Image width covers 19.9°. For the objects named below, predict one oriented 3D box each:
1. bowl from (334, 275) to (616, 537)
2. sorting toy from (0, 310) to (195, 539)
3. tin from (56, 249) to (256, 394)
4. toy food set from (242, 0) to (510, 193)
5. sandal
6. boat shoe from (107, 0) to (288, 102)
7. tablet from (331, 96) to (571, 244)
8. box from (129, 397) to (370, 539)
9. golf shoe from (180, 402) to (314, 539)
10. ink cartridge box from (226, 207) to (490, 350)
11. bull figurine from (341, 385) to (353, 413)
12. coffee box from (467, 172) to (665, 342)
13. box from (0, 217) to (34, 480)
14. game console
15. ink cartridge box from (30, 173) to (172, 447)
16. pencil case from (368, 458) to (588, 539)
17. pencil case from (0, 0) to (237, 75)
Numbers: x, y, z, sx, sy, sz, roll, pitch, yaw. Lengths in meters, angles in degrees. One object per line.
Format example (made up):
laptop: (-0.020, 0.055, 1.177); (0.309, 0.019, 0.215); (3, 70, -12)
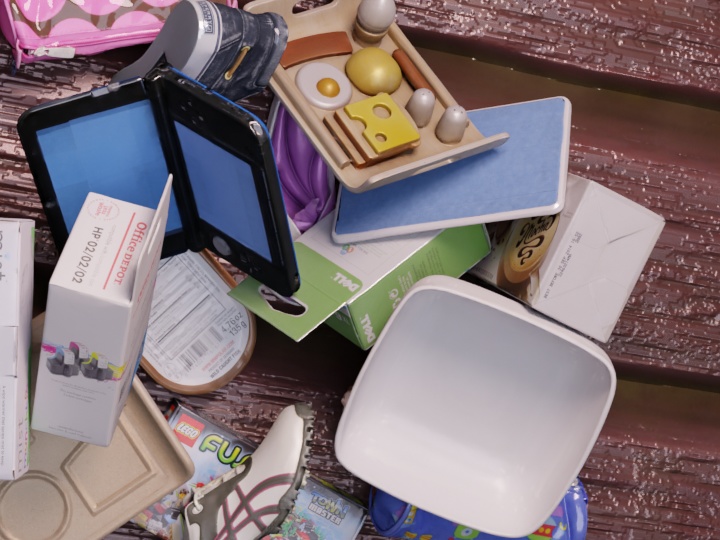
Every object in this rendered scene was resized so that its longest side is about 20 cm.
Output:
bowl: (0.095, 0.105, 1.695); (0.199, 0.075, 0.201); (24, 114, -4)
sorting toy: (-0.266, 0.146, 1.724); (0.199, 0.036, 0.186); (-33, 94, 3)
tin: (-0.171, 0.018, 1.743); (0.112, 0.042, 0.200); (-44, 105, -8)
toy food set: (0.012, -0.159, 1.680); (0.143, 0.061, 0.200); (-20, 61, -30)
sandal: (-0.053, -0.068, 1.749); (0.082, 0.050, 0.204); (-2, 100, -12)
boat shoe: (-0.138, -0.146, 1.669); (0.090, 0.200, 0.071); (3, 61, -34)
tablet: (0.076, -0.083, 1.707); (0.199, 0.131, 0.014); (-7, 138, 18)
box: (-0.103, 0.206, 1.787); (0.199, 0.035, 0.110); (30, 91, -15)
golf shoe: (-0.102, 0.196, 1.731); (0.088, 0.077, 0.201); (25, 91, -8)
ink cartridge box: (0.000, 0.000, 1.716); (0.200, 0.104, 0.059); (-38, 134, -20)
bull figurine: (0.082, 0.110, 1.792); (0.199, 0.065, 0.122); (16, 127, -22)
coffee box: (0.163, -0.023, 1.728); (0.080, 0.200, 0.113); (26, 93, -19)
box: (-0.344, 0.056, 1.586); (0.175, 0.097, 0.201); (1, 92, -2)
game console: (-0.155, -0.050, 1.615); (0.118, 0.170, 0.201); (-42, 145, -25)
ink cartridge box: (-0.201, 0.024, 1.591); (0.067, 0.115, 0.201); (15, 130, -1)
pencil case: (0.109, 0.204, 1.801); (0.199, 0.078, 0.087); (10, 123, -23)
pencil case: (-0.195, -0.218, 1.672); (0.199, 0.094, 0.091); (-12, 136, -9)
